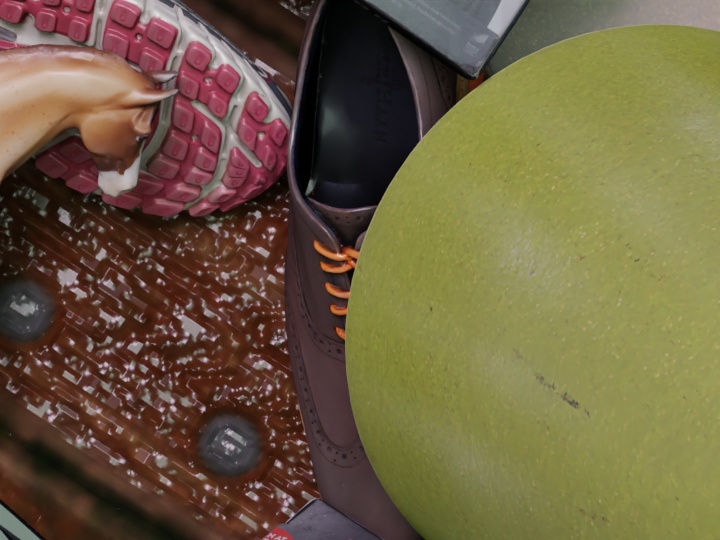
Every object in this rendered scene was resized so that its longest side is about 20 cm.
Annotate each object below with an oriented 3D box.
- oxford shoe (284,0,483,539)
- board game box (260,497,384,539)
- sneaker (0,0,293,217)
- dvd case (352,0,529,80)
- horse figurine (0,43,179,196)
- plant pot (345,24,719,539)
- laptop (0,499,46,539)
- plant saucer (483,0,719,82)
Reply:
[{"bbox_3d":[0.000,0.000,0.846,0.071,0.073,0.201,0,98,19],"label":"oxford shoe"},{"bbox_3d":[-0.019,0.149,0.778,0.199,0.200,0.062,-14,117,-18],"label":"board game box"},{"bbox_3d":[-0.102,-0.094,0.866,0.200,0.075,0.081,35,130,-9],"label":"sneaker"},{"bbox_3d":[0.028,-0.181,0.782,0.150,0.025,0.200,34,90,-10],"label":"dvd case"},{"bbox_3d":[-0.169,-0.039,0.847,0.199,0.050,0.133,24,119,6],"label":"horse figurine"},{"bbox_3d":[0.109,0.041,0.737,0.186,0.200,0.188,-4,105,-13],"label":"plant pot"},{"bbox_3d":[-0.185,0.131,0.834,0.200,0.103,0.177,41,88,2],"label":"laptop"},{"bbox_3d":[0.115,-0.102,0.887,0.199,0.034,0.201,0,87,-2],"label":"plant saucer"}]
